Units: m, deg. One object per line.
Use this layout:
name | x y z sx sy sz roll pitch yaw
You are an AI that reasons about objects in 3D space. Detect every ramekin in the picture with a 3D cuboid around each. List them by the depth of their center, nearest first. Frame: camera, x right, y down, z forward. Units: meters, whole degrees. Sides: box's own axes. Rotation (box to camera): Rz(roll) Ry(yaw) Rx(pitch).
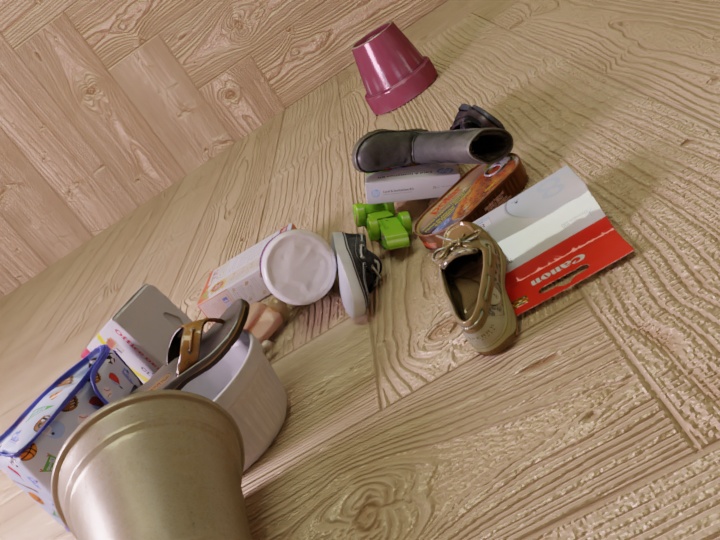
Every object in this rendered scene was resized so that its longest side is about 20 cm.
ramekin | -0.186 0.179 0.909 0.199 0.105 0.200 -30 23 14

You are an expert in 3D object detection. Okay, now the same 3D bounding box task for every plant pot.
plant pot | -0.185 0.249 0.687 0.200 0.201 0.183 -37 33 -5
plant pot | 0.075 -0.540 1.889 0.199 0.179 0.200 -29 23 14

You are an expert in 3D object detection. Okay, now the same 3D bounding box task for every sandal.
sandal | -0.220 0.101 0.901 0.200 0.055 0.082 -40 23 -11

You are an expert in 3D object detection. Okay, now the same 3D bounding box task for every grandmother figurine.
grandmother figurine | -0.188 0.124 1.089 0.121 0.061 0.200 -27 19 42

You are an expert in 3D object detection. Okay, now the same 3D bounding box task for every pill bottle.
pill bottle | -0.102 -0.007 1.130 0.112 0.113 0.200 -38 8 -6

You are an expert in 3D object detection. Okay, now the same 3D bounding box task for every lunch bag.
lunch bag | -0.362 0.225 0.980 0.123 0.171 0.200 -10 32 41

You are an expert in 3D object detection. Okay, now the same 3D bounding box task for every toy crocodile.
toy crocodile | 0.036 -0.071 1.161 0.067 0.062 0.200 -12 24 -12

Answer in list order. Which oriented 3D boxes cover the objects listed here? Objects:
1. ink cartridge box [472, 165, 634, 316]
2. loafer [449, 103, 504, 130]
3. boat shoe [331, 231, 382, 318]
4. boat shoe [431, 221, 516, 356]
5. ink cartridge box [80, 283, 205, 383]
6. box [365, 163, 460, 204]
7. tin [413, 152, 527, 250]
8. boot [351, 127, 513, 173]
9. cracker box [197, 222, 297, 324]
ink cartridge box | 0.211 -0.038 0.853 0.159 0.047 0.200 -31 21 12
loafer | 0.205 -0.256 1.298 0.063 0.072 0.200 -52 14 10
boat shoe | 0.000 0.000 1.061 0.067 0.072 0.200 -6 27 -6
boat shoe | 0.125 0.003 0.814 0.073 0.063 0.201 -36 35 20
ink cartridge box | -0.332 0.123 1.113 0.200 0.145 0.084 -34 16 51
box | 0.087 -0.175 1.240 0.155 0.041 0.200 -5 28 5
tin | 0.164 -0.102 1.065 0.200 0.042 0.112 -43 27 -19
boot | 0.108 -0.185 1.119 0.181 0.073 0.200 -23 28 -27
cracker box | -0.197 0.006 1.338 0.199 0.058 0.134 -29 23 17
